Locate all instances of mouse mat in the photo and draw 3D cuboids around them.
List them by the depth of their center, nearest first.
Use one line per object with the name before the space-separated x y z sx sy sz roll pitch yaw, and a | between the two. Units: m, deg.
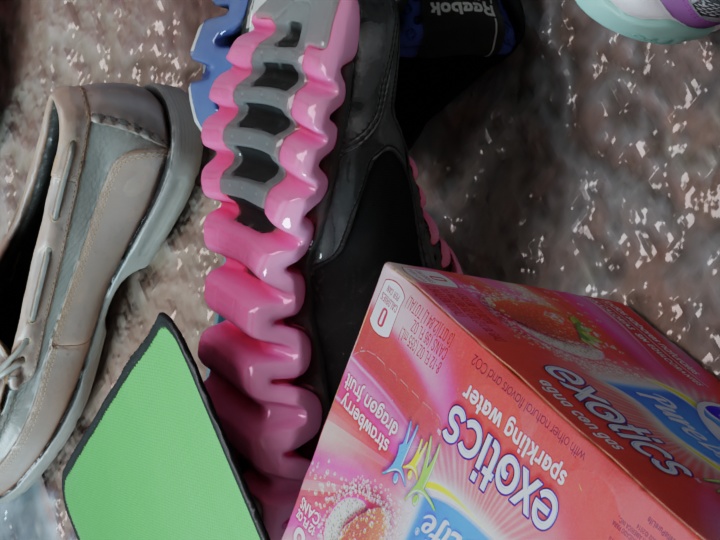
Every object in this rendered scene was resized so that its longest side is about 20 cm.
mouse mat | -0.054 0.115 0.944 0.162 0.007 0.200 66 156 13

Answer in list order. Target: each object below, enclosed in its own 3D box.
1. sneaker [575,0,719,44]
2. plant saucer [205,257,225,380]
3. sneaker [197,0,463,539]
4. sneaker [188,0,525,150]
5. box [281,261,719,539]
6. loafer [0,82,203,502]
sneaker | 0.122 -0.171 0.807 0.140 0.077 0.201 -6 87 52
plant saucer | -0.034 0.067 0.988 0.070 0.019 0.201 30 116 53
sneaker | 0.000 0.000 0.907 0.079 0.095 0.201 -140 52 -59
sneaker | 0.012 -0.120 0.948 0.115 0.080 0.201 24 109 50
box | 0.073 0.089 0.790 0.200 0.094 0.103 41 115 50
loafer | -0.132 0.006 1.120 0.201 0.063 0.072 -60 40 26
